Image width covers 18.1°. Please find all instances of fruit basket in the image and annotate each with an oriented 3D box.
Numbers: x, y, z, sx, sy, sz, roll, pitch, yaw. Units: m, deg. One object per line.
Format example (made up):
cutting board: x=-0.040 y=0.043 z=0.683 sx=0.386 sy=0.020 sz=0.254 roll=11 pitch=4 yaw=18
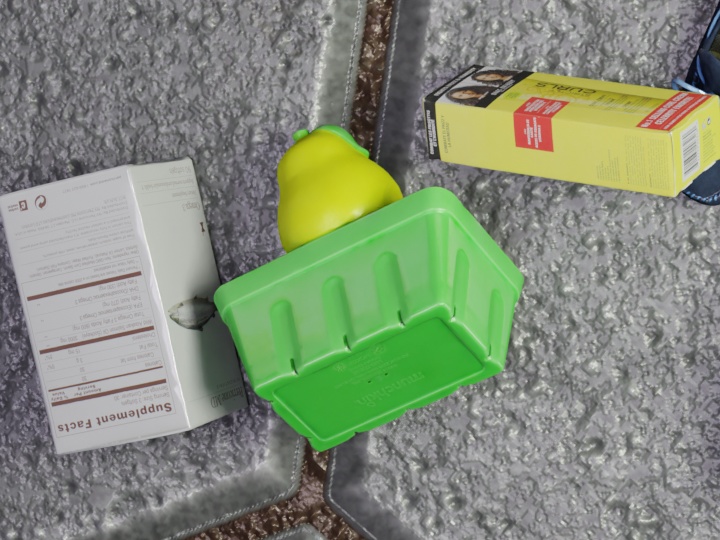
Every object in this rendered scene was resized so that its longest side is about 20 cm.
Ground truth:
fruit basket: x=0.000 y=0.000 z=1.644 sx=0.215 sy=0.156 sz=0.216 roll=-21 pitch=45 yaw=23

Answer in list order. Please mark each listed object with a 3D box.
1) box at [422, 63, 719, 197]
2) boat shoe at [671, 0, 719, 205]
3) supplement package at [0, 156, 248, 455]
box: x=0.145 y=-0.099 z=1.565 sx=0.200 sy=0.075 sz=0.050 roll=12 pitch=122 yaw=35
boat shoe: x=0.254 y=-0.142 z=1.556 sx=0.084 sy=0.069 sz=0.200 roll=14 pitch=102 yaw=17
supplement package: x=-0.177 y=0.026 z=1.699 sx=0.117 sy=0.117 sz=0.200 roll=-13 pitch=92 yaw=20
